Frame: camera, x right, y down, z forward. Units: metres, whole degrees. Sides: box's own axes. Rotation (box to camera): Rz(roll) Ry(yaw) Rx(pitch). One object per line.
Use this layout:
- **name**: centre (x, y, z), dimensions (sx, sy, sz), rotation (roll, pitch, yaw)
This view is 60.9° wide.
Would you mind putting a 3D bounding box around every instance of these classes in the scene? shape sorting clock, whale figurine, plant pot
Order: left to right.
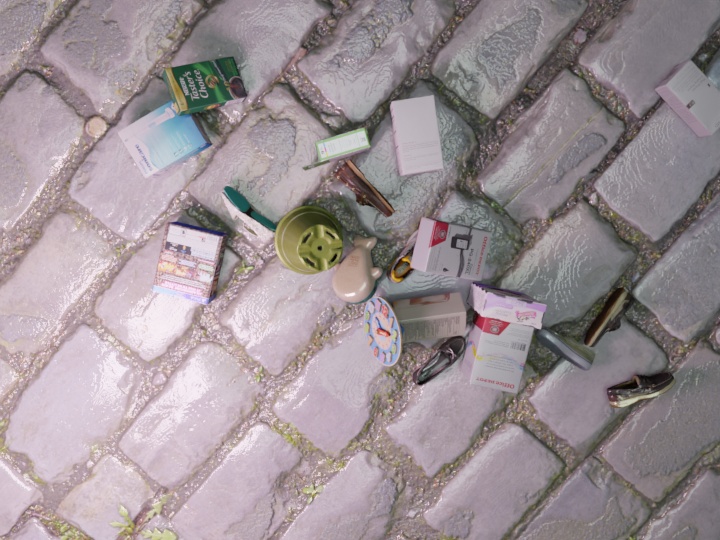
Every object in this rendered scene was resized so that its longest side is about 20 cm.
- **plant pot**: centre (-0.124, -0.071, 1.668), dimensions (0.200, 0.190, 0.201), rotation (-3, 100, -15)
- **whale figurine**: centre (0.000, 0.000, 1.753), dimensions (0.159, 0.104, 0.200), rotation (6, 73, 29)
- **shape sorting clock**: centre (0.059, 0.171, 1.721), dimensions (0.039, 0.200, 0.201), rotation (-6, 97, -30)

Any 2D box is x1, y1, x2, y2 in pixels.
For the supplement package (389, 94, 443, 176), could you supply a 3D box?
- **supplement package**: centre (0.154, -0.371, 1.697), dimensions (0.117, 0.117, 0.201), rotation (-9, 97, 0)

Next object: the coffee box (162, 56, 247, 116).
- **coffee box**: centre (-0.419, -0.501, 1.659), dimensions (0.200, 0.044, 0.123), rotation (-21, 94, -28)

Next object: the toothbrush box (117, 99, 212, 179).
- **toothbrush box**: centre (-0.539, -0.365, 1.696), dimensions (0.200, 0.085, 0.147), rotation (-31, 97, 1)

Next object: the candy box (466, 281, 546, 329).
- **candy box**: centre (0.404, 0.095, 1.714), dimensions (0.167, 0.200, 0.072), rotation (13, 96, -3)

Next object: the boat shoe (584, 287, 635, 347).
- **boat shoe**: centre (0.733, 0.147, 1.792), dimensions (0.065, 0.073, 0.200), rotation (33, 94, 0)

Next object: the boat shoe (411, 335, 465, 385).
- **boat shoe**: centre (0.236, 0.271, 1.800), dimensions (0.200, 0.057, 0.067), rotation (-41, 96, 3)

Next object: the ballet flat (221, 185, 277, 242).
- **ballet flat**: centre (-0.327, -0.152, 1.737), dimensions (0.200, 0.072, 0.072), rotation (41, 94, -5)

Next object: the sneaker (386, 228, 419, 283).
- **sneaker**: centre (0.154, -0.041, 1.752), dimensions (0.078, 0.082, 0.200), rotation (35, 94, -5)

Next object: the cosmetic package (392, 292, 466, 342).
- **cosmetic package**: centre (0.195, 0.135, 1.752), dimensions (0.199, 0.087, 0.104), rotation (-6, 133, -1)

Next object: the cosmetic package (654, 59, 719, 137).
- **cosmetic package**: centre (0.946, -0.483, 1.729), dimensions (0.200, 0.074, 0.102), rotation (43, 94, -4)

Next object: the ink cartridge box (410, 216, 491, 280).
- **ink cartridge box**: centre (0.257, -0.059, 1.714), dimensions (0.200, 0.083, 0.146), rotation (8, 97, -27)

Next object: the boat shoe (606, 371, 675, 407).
- **boat shoe**: centre (0.829, 0.342, 1.810), dimensions (0.200, 0.073, 0.065), rotation (-25, 99, 1)

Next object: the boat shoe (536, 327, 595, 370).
- **boat shoe**: centre (0.606, 0.221, 1.808), dimensions (0.200, 0.072, 0.062), rotation (35, 77, -13)

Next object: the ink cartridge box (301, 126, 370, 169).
- **ink cartridge box**: centre (-0.073, -0.338, 1.702), dimensions (0.200, 0.104, 0.059), rotation (-17, 96, 1)

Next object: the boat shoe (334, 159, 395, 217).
- **boat shoe**: centre (0.011, -0.220, 1.737), dimensions (0.070, 0.070, 0.200), rotation (-43, 89, 8)

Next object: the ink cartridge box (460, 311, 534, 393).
- **ink cartridge box**: centre (0.388, 0.228, 1.756), dimensions (0.145, 0.145, 0.201), rotation (13, 96, -3)

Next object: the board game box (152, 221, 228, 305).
- **board game box**: centre (-0.478, -0.023, 1.729), dimensions (0.159, 0.097, 0.201), rotation (14, 96, -3)
